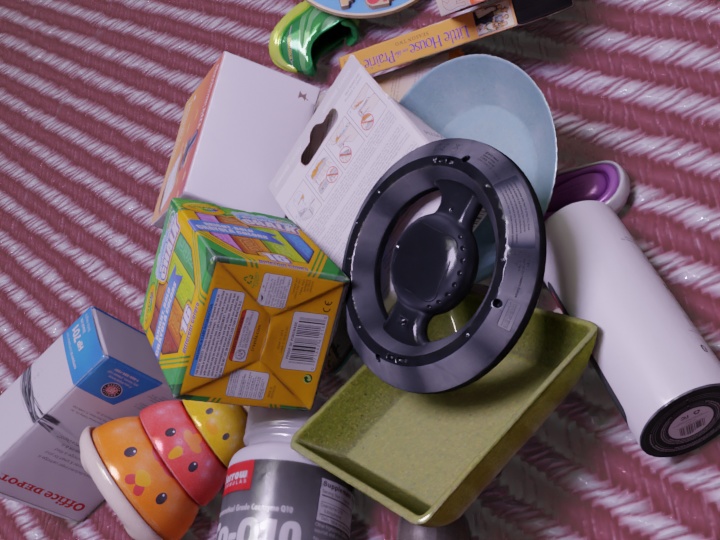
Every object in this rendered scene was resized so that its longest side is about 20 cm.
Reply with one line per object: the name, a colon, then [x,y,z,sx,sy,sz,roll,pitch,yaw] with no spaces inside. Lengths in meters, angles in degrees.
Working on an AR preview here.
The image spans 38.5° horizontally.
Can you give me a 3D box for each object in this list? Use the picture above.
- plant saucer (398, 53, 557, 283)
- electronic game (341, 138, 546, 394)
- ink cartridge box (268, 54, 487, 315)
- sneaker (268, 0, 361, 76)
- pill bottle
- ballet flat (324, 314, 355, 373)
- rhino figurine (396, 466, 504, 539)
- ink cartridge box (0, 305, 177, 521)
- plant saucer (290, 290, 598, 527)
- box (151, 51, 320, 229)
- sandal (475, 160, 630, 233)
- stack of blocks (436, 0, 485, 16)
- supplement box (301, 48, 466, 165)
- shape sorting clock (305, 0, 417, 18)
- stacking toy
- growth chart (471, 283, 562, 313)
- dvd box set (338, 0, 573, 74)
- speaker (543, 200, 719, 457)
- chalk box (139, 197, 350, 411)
plant saucer: [0.095,-0.083,0.896,0.200,0.038,0.203,-9,77,43]
electronic game: [0.058,-0.005,0.803,0.199,0.041,0.202,-15,69,42]
ink cartridge box: [0.012,-0.068,0.917,0.161,0.050,0.201,-54,49,24]
sneaker: [-0.023,-0.309,1.225,0.083,0.074,0.201,34,83,19]
pill bottle: [-0.064,0.216,0.875,0.113,0.114,0.202,-14,55,34]
ballet flat: [0.000,0.000,0.988,0.201,0.071,0.069,-56,21,-3]
rhino figurine: [0.057,0.236,0.797,0.087,0.059,0.202,-22,50,50]
ink cartridge box: [-0.288,0.155,1.083,0.200,0.146,0.086,-41,45,12]
plant saucer: [0.067,0.108,0.806,0.200,0.048,0.199,-43,27,-18]
box: [-0.137,-0.116,1.087,0.200,0.106,0.154,161,126,-68]
sandal: [0.137,-0.058,0.918,0.201,0.050,0.083,-22,43,23]
stack of blocks: [0.130,-0.291,0.978,0.114,0.059,0.200,-18,12,15]
supplement box: [0.028,-0.129,1.048,0.199,0.073,0.127,-11,56,34]
shape sorting clock: [0.006,-0.377,1.184,0.198,0.039,0.202,-1,72,3]
stacking toy: [-0.158,0.161,1.003,0.199,0.147,0.146,-38,43,-7]
growth chart: [0.088,0.070,0.909,0.199,0.018,0.146,21,79,46]
dvd box set: [0.095,-0.238,1.028,0.199,0.030,0.146,-11,14,37]
speaker: [0.203,0.038,0.785,0.081,0.081,0.201,-37,46,16]
chalk box: [-0.113,0.018,0.897,0.200,0.123,0.126,41,118,59]
